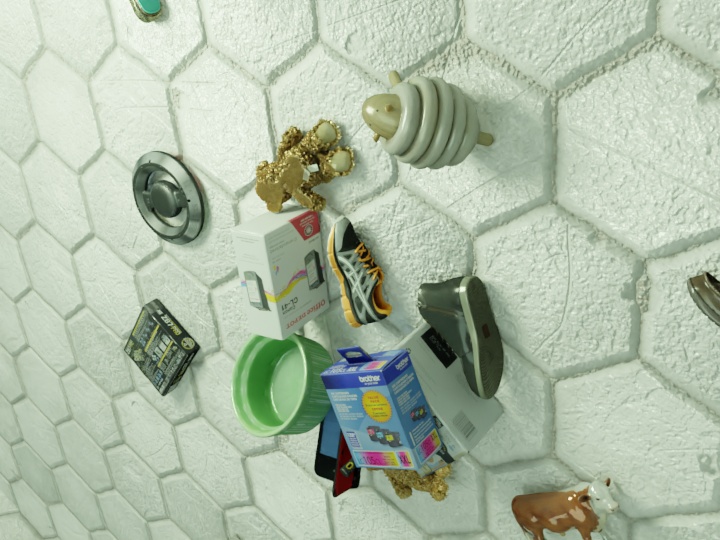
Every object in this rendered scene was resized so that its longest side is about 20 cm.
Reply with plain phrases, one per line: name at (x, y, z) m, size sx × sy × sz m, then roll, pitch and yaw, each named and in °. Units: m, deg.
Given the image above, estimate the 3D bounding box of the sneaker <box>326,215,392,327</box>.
sneaker at (0.000, 0.000, 1.203) m, size 0.077 × 0.078 × 0.201 m, roll -6°, pitch 112°, yaw 25°

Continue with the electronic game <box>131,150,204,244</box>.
electronic game at (-0.398, -0.148, 1.449) m, size 0.199 × 0.042 × 0.201 m, roll 16°, pitch 121°, yaw 29°

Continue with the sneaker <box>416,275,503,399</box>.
sneaker at (0.161, 0.107, 1.133) m, size 0.106 × 0.075 × 0.201 m, roll -5°, pitch 100°, yaw 44°

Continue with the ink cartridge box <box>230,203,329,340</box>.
ink cartridge box at (-0.138, -0.001, 1.251) m, size 0.085 × 0.147 × 0.201 m, roll 9°, pitch 118°, yaw 35°

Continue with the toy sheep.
toy sheep at (0.095, -0.203, 0.965) m, size 0.138 × 0.199 × 0.139 m, roll -176°, pitch 90°, yaw -71°

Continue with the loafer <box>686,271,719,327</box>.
loafer at (0.496, 0.054, 0.850) m, size 0.199 × 0.073 × 0.071 m, roll 34°, pitch 118°, yaw 14°

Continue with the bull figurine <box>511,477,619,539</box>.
bull figurine at (0.340, 0.400, 1.136) m, size 0.199 × 0.065 × 0.122 m, roll -22°, pitch 90°, yaw 44°

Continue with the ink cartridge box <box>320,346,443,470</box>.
ink cartridge box at (0.026, 0.203, 1.096) m, size 0.136 × 0.076 × 0.201 m, roll -13°, pitch 101°, yaw 42°

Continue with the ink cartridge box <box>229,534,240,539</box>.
ink cartridge box at (-0.359, 0.819, 1.802) m, size 0.145 × 0.200 × 0.147 m, roll 43°, pitch 131°, yaw 10°

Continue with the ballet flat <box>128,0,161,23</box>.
ballet flat at (-0.419, -0.541, 1.257) m, size 0.075 × 0.068 × 0.201 m, roll 1°, pitch 116°, yaw 54°

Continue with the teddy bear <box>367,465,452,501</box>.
teddy bear at (0.080, 0.356, 1.305) m, size 0.199 × 0.067 × 0.146 m, roll 33°, pitch 126°, yaw 21°

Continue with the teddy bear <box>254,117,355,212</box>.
teddy bear at (-0.093, -0.175, 1.194) m, size 0.145 × 0.067 × 0.200 m, roll 43°, pitch 125°, yaw 0°

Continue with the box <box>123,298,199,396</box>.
box at (-0.479, 0.187, 1.678) m, size 0.161 × 0.049 × 0.200 m, roll 45°, pitch 132°, yaw 9°

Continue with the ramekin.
ramekin at (-0.139, 0.209, 1.299) m, size 0.199 × 0.097 × 0.201 m, roll -14°, pitch 68°, yaw 37°

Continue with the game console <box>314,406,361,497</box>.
game console at (-0.051, 0.292, 1.286) m, size 0.172 × 0.118 × 0.201 m, roll 2°, pitch 81°, yaw 46°

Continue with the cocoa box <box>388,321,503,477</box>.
cocoa box at (0.110, 0.213, 1.176) m, size 0.200 × 0.133 × 0.131 m, roll 51°, pitch 133°, yaw 5°

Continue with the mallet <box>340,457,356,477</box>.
mallet at (0.030, 0.281, 1.234) m, size 0.066 × 0.200 × 0.041 m, roll 42°, pitch 145°, yaw 27°
